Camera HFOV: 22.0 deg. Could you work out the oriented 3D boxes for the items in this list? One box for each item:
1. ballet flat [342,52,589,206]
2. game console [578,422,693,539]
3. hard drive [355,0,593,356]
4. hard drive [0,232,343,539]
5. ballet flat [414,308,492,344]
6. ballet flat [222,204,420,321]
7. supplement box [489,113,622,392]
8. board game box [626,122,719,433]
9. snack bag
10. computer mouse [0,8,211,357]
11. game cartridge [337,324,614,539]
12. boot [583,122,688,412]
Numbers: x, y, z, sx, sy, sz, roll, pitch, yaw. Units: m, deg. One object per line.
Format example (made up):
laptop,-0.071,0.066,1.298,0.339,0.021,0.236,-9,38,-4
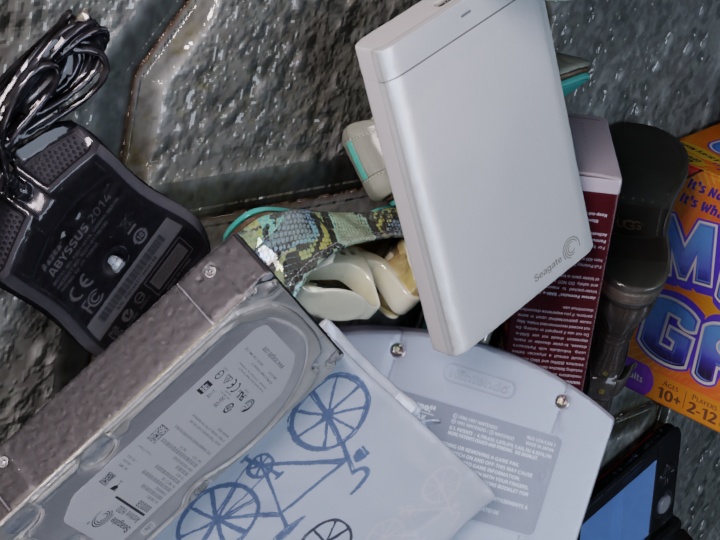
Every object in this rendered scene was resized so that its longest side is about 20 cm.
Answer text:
ballet flat,0.066,-0.106,1.129,0.200,0.064,0.067,-33,179,-38
game console,0.245,0.257,1.555,0.200,0.118,0.173,-33,135,-39
hard drive,0.071,-0.068,1.074,0.132,0.027,0.201,-36,126,-31
hard drive,-0.107,0.082,0.963,0.200,0.038,0.140,-42,154,-3
ballet flat,0.044,0.086,1.226,0.069,0.069,0.201,29,86,-56
ballet flat,0.000,0.000,1.093,0.199,0.074,0.075,-7,116,-48
supplement box,0.125,0.006,1.238,0.109,0.060,0.201,-87,-177,-65
board game box,0.344,0.009,1.456,0.199,0.199,0.201,-21,127,-45
snack bag,-0.029,0.145,1.103,0.189,0.021,0.200,-45,129,2
computer mouse,-0.141,-0.028,0.900,0.139,0.053,0.200,-52,143,-11
game cartridge,0.057,0.110,1.175,0.199,0.040,0.134,18,94,-17
boot,0.179,0.010,1.339,0.175,0.069,0.201,99,6,-47
